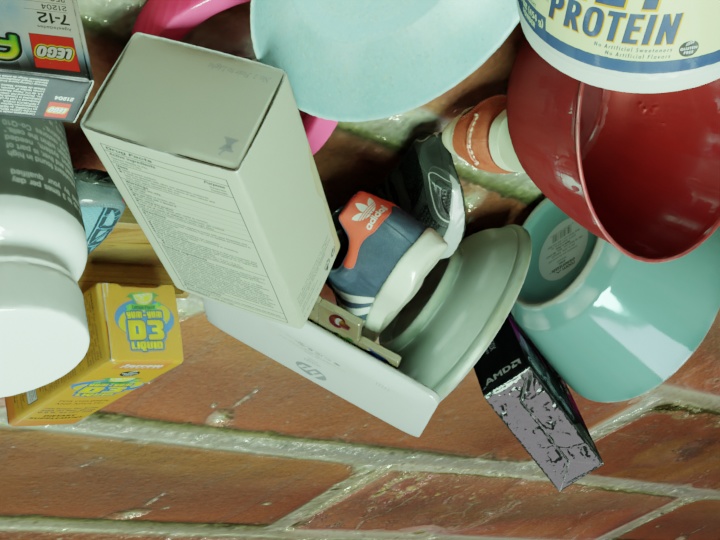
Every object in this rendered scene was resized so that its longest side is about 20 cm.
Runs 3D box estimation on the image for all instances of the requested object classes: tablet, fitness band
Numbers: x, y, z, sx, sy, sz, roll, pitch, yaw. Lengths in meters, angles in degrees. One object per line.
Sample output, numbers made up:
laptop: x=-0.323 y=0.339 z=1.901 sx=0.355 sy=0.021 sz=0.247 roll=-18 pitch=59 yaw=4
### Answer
tablet: x=-0.035 y=0.067 z=0.940 sx=0.200 sy=0.014 sz=0.130 roll=29 pitch=161 yaw=6
fitness band: x=-0.078 y=-0.119 z=0.778 sx=0.143 sy=0.038 sz=0.200 roll=-7 pitch=150 yaw=-20

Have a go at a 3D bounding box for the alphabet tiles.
alphabet tiles: x=-0.048 y=0.048 z=0.943 sx=0.167 sy=0.008 sz=0.200 roll=28 pitch=160 yaw=7

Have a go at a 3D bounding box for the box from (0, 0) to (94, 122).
box: x=-0.236 y=-0.131 z=0.581 sx=0.200 sy=0.110 sz=0.035 roll=1 pitch=147 yaw=-33

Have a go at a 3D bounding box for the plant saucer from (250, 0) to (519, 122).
plant saucer: x=0.020 y=-0.177 z=0.696 sx=0.201 sy=0.039 sz=0.201 roll=-23 pitch=142 yaw=-19

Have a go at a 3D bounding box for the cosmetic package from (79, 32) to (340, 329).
cosmetic package: x=-0.084 y=-0.048 z=0.750 sx=0.103 sy=0.073 sz=0.200 roll=18 pitch=156 yaw=16

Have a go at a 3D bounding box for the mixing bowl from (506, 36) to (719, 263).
mixing bowl: x=0.170 y=-0.113 z=0.812 sx=0.200 sy=0.201 sz=0.108 roll=10 pitch=-176 yaw=-43

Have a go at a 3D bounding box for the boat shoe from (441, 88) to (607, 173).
boat shoe: x=0.152 y=-0.106 z=0.914 sx=0.200 sy=0.071 sz=0.062 roll=-11 pitch=-168 yaw=-36

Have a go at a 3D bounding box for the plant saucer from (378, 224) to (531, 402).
plant saucer: x=0.065 y=0.034 z=1.033 sx=0.050 sy=0.200 sz=0.200 roll=35 pitch=133 yaw=-11

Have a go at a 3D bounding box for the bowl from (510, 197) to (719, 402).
bowl: x=0.199 y=0.000 z=1.029 sx=0.105 sy=0.201 sz=0.201 roll=27 pitch=132 yaw=-27

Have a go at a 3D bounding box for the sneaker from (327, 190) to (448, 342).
sneaker: x=0.000 y=0.000 z=0.907 sx=0.075 sy=0.084 sz=0.200 roll=-49 pitch=175 yaw=-28

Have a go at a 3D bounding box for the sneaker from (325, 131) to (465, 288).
sneaker: x=0.019 y=-0.030 z=0.954 sx=0.086 sy=0.081 sz=0.200 roll=-6 pitch=149 yaw=-19

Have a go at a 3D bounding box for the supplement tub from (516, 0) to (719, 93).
supplement tub: x=0.151 y=-0.207 z=0.616 sx=0.145 sy=0.145 sz=0.200 roll=-16 pitch=140 yaw=-5

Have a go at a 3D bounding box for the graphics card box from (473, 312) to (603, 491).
graphics card box: x=0.141 y=0.089 z=1.079 sx=0.051 sy=0.200 sz=0.126 roll=-33 pitch=114 yaw=11

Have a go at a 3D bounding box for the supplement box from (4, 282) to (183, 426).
supplement box: x=-0.218 y=0.070 z=0.965 sx=0.066 sy=0.069 sz=0.200 roll=3 pitch=157 yaw=-37

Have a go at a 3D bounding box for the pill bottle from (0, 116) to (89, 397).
pill bottle: x=-0.213 y=-0.040 z=0.662 sx=0.114 sy=0.200 sz=0.114 roll=-14 pitch=152 yaw=-8

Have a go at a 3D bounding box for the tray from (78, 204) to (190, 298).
tray: x=-0.201 y=-0.022 z=0.884 sx=0.200 sy=0.037 sz=0.099 roll=2 pitch=146 yaw=-35

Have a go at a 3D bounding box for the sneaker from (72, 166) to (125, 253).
sneaker: x=-0.210 y=0.011 z=0.796 sx=0.079 sy=0.096 sz=0.200 roll=9 pitch=143 yaw=-42
